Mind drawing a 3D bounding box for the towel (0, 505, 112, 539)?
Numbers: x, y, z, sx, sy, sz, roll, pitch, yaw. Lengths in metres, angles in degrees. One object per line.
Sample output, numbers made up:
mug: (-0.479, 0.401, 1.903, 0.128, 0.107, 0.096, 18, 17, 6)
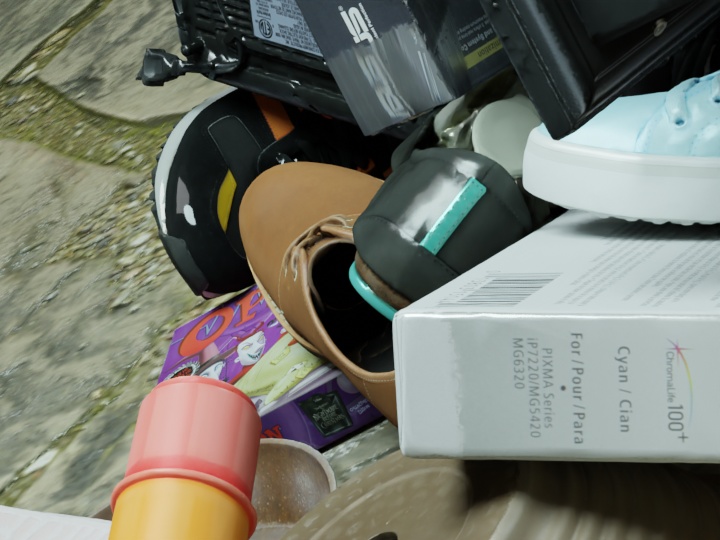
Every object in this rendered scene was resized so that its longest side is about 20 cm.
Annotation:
towel: (-0.154, 0.160, 1.008, 0.200, 0.032, 0.191, -46, 21, -22)

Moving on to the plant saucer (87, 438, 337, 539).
plant saucer: (-0.081, 0.138, 1.024, 0.200, 0.035, 0.200, -32, 22, 15)

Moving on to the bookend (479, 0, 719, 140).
bookend: (0.143, -0.139, 0.806, 0.200, 0.092, 0.199, -26, 6, 28)

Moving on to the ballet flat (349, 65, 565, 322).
ballet flat: (0.045, -0.028, 0.998, 0.068, 0.068, 0.200, -56, 2, 14)

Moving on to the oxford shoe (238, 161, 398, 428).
oxford shoe: (0.000, 0.000, 1.061, 0.071, 0.071, 0.200, -49, 34, 0)

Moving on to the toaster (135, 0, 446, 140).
toaster: (0.003, -0.155, 1.185, 0.119, 0.181, 0.200, -26, 31, -37)

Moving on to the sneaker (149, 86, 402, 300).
sneaker: (-0.012, -0.062, 1.259, 0.090, 0.070, 0.200, -19, 18, 37)

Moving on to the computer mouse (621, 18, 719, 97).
computer mouse: (0.114, -0.086, 1.076, 0.141, 0.046, 0.200, -61, 4, 38)

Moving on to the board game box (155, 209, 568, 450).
board game box: (0.003, 0.019, 1.150, 0.200, 0.032, 0.120, -29, 18, 22)

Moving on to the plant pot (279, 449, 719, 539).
plant pot: (0.029, 0.109, 0.824, 0.201, 0.093, 0.201, -31, 22, 14)

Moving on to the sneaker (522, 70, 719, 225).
sneaker: (0.146, -0.060, 0.889, 0.200, 0.082, 0.074, -4, 7, 8)

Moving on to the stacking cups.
stacking cups: (-0.058, 0.122, 0.905, 0.060, 0.060, 0.200, -21, 43, 37)

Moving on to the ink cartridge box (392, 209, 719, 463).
ink cartridge box: (0.120, 0.012, 0.847, 0.176, 0.045, 0.200, -1, 9, 18)

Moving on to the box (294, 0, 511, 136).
box: (0.037, -0.156, 1.016, 0.049, 0.161, 0.200, -22, 9, 44)
